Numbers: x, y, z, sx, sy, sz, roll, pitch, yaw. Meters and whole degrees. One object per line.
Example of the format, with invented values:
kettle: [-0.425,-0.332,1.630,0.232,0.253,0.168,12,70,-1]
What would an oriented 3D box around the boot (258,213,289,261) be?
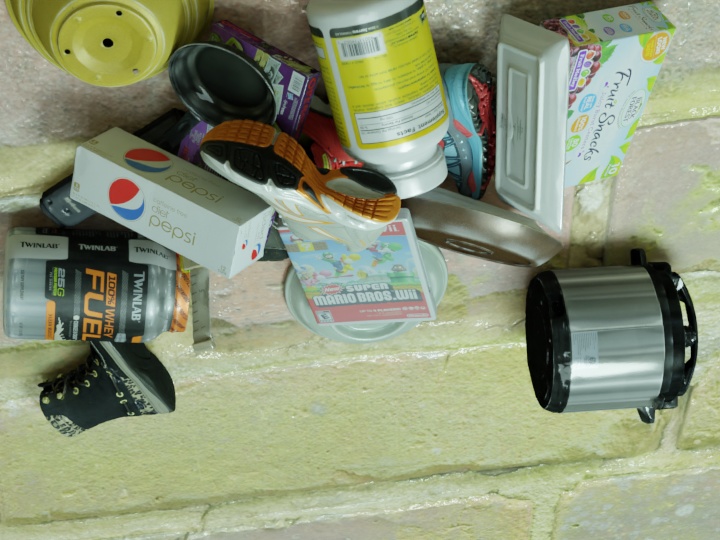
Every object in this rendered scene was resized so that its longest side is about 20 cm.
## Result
boot: [-0.049,-0.070,1.532,0.198,0.068,0.131,-1,139,-6]

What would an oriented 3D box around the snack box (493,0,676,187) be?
snack box: [0.229,-0.174,1.454,0.141,0.053,0.201,-16,142,-26]

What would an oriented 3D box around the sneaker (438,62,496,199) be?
sneaker: [0.096,-0.154,1.483,0.095,0.080,0.201,12,148,19]

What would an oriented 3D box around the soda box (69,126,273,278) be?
soda box: [-0.189,-0.070,1.398,0.199,0.068,0.064,26,122,18]

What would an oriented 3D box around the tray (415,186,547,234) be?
tray: [0.109,-0.069,1.549,0.198,0.107,0.022,17,89,-18]

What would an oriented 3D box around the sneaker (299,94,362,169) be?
sneaker: [-0.028,-0.122,1.448,0.198,0.085,0.077,17,138,-9]

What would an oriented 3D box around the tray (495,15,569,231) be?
tray: [0.164,-0.145,1.399,0.022,0.107,0.202,-15,119,-26]

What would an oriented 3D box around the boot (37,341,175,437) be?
boot: [-0.329,0.124,1.686,0.153,0.074,0.204,-18,135,13]

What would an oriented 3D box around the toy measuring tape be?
toy measuring tape: [-0.163,-0.002,1.499,0.073,0.202,0.074,-6,159,-2]

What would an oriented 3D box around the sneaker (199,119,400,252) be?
sneaker: [-0.067,-0.070,1.349,0.199,0.076,0.092,24,141,-4]

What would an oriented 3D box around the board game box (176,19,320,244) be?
board game box: [-0.120,-0.133,1.398,0.119,0.032,0.201,29,120,15]

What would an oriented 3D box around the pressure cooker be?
pressure cooker: [0.307,0.083,1.679,0.198,0.180,0.177,-4,134,-5]

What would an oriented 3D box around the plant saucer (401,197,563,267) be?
plant saucer: [0.121,-0.039,1.528,0.198,0.032,0.200,15,175,1]

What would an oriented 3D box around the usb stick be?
usb stick: [-0.253,-0.107,1.483,0.199,0.033,0.055,-29,135,20]

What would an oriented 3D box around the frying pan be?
frying pan: [-0.136,-0.156,1.363,0.114,0.031,0.190,26,147,2]

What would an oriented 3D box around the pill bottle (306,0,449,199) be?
pill bottle: [0.023,-0.176,1.357,0.111,0.113,0.201,-13,116,4]

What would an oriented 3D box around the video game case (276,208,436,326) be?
video game case: [0.000,0.000,1.544,0.142,0.018,0.201,-3,146,11]

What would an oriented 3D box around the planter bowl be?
planter bowl: [-0.235,-0.234,1.310,0.198,0.084,0.201,-4,137,-4]

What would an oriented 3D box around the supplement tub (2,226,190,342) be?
supplement tub: [-0.290,0.017,1.541,0.198,0.123,0.123,2,136,-12]

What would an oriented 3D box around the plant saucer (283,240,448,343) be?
plant saucer: [0.010,0.031,1.664,0.198,0.050,0.201,-6,137,-5]
